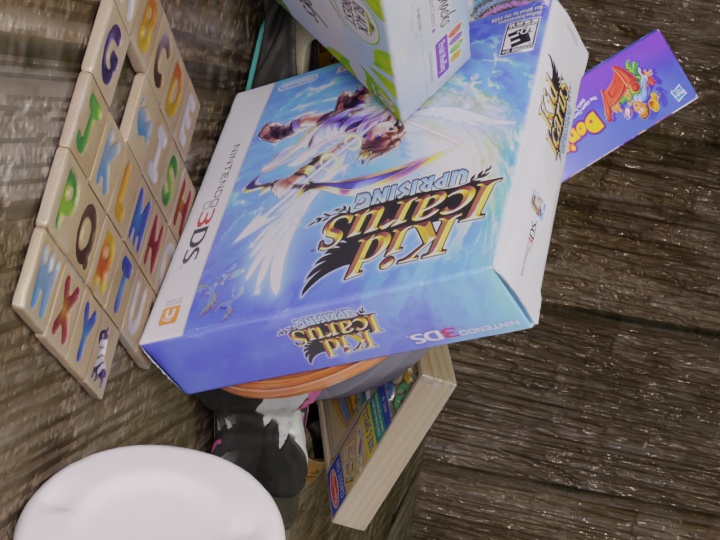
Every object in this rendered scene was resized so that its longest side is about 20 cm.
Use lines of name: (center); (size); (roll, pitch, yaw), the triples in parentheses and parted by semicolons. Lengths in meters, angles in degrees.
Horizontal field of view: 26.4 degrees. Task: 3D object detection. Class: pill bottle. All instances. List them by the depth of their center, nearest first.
pill bottle: (-0.092, 0.186, 0.672); (0.113, 0.113, 0.201); (-69, 166, -56)

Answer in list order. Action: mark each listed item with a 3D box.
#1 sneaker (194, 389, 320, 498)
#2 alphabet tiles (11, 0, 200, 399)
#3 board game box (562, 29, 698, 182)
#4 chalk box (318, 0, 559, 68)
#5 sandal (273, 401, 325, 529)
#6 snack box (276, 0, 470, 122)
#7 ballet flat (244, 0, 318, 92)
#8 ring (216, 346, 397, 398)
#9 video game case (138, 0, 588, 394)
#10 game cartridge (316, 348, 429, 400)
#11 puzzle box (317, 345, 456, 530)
sneaker: (-0.063, 0.051, 0.930); (0.200, 0.080, 0.087); (103, -10, -50)
alphabet tiles: (-0.105, -0.029, 0.693); (0.200, 0.008, 0.168); (78, 23, -70)
board game box: (0.110, -0.078, 0.930); (0.045, 0.134, 0.200); (59, -3, -2)
chalk box: (0.045, -0.210, 0.948); (0.124, 0.124, 0.201); (175, -80, -65)
sandal: (-0.048, 0.116, 1.127); (0.082, 0.054, 0.201); (-71, 167, -56)
snack box: (-0.018, -0.159, 0.662); (0.053, 0.142, 0.200); (-44, 165, -7)
ballet flat: (-0.029, -0.149, 0.869); (0.068, 0.068, 0.201); (-65, 163, -55)
ring: (-0.007, -0.013, 0.792); (0.019, 0.200, 0.201); (52, 39, -35)
video game case: (0.003, -0.037, 0.755); (0.045, 0.199, 0.182); (51, 40, -36)
game cartridge: (0.000, 0.000, 0.941); (0.200, 0.040, 0.134); (-46, -126, 55)
puzzle box: (0.009, 0.058, 1.031); (0.200, 0.025, 0.133); (-101, -146, -54)
